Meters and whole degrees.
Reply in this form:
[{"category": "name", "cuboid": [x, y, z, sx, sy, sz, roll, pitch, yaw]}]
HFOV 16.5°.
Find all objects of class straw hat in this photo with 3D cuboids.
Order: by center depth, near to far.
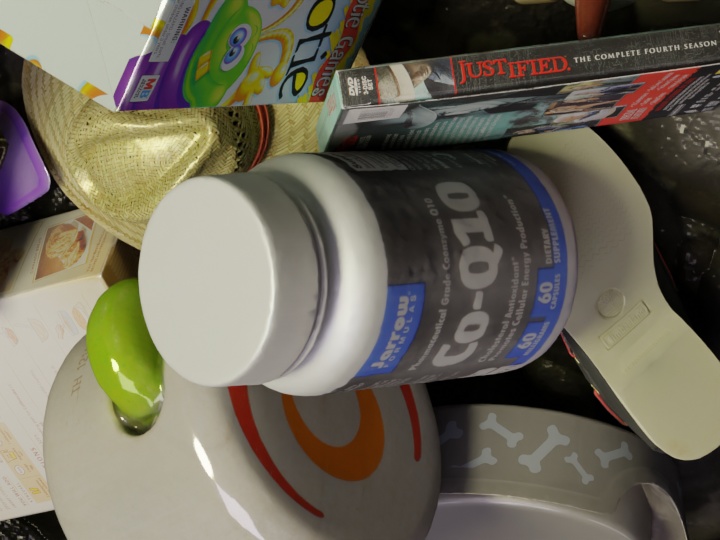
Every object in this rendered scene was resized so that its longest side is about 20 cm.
[{"category": "straw hat", "cuboid": [-0.097, -0.066, 1.235, 0.201, 0.085, 0.201, 9, 117, 18]}]

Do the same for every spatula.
[{"category": "spatula", "cuboid": [-0.237, -0.036, 1.366, 0.200, 0.021, 0.057, -26, 88, 37]}]

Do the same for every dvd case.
[{"category": "dvd case", "cuboid": [0.083, -0.083, 1.154, 0.200, 0.022, 0.146, -9, 174, -5]}]

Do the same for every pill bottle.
[{"category": "pill bottle", "cuboid": [0.000, 0.000, 1.176, 0.200, 0.114, 0.114, -5, 151, -45]}]

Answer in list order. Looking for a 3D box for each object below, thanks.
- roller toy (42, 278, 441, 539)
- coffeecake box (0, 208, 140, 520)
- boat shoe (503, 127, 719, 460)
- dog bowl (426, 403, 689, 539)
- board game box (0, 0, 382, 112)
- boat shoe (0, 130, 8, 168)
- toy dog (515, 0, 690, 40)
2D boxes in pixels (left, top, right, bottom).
[{"category": "roller toy", "cuboid": [-0.062, 0.094, 1.260, 0.140, 0.182, 0.200, -29, 86, 36]}, {"category": "coffeecake box", "cuboid": [-0.186, 0.057, 1.409, 0.200, 0.073, 0.154, -13, 126, 24]}, {"category": "boat shoe", "cuboid": [0.125, 0.007, 1.289, 0.074, 0.063, 0.202, -34, 108, -8]}, {"category": "dog bowl", "cuboid": [0.087, 0.131, 1.377, 0.200, 0.059, 0.200, 7, 157, 3]}, {"category": "board game box", "cuboid": [-0.074, -0.138, 1.088, 0.105, 0.200, 0.103, 32, 108, 21]}, {"category": "boat shoe", "cuboid": [-0.228, 0.008, 1.312, 0.065, 0.073, 0.200, 37, 116, 13]}, {"category": "toy dog", "cuboid": [0.094, -0.181, 1.111, 0.132, 0.096, 0.200, -21, 123, 29]}]
